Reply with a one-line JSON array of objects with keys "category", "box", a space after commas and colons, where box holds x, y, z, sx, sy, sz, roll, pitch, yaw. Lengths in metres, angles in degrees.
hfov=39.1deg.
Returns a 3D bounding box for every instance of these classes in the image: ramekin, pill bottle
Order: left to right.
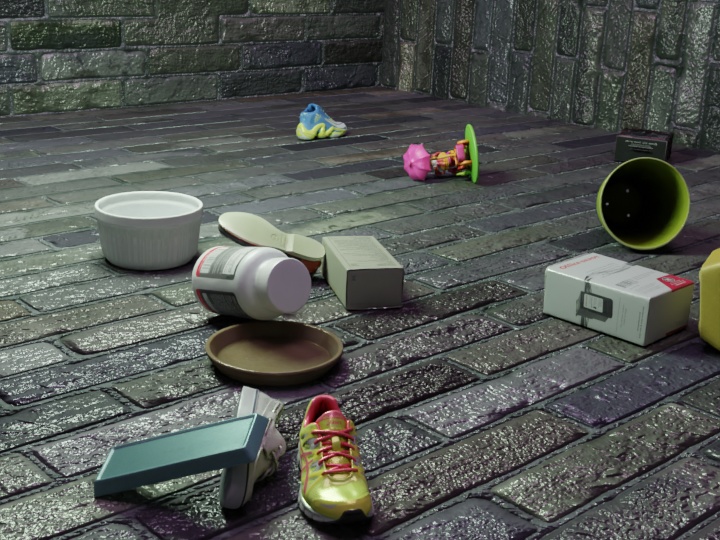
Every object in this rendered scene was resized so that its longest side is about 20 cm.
[{"category": "ramekin", "box": [-0.393, -0.074, 1.892, 0.199, 0.106, 0.200, 3, 19, -1]}, {"category": "pill bottle", "box": [-0.166, 0.019, 1.565, 0.110, 0.112, 0.199, -12, 10, -38]}]

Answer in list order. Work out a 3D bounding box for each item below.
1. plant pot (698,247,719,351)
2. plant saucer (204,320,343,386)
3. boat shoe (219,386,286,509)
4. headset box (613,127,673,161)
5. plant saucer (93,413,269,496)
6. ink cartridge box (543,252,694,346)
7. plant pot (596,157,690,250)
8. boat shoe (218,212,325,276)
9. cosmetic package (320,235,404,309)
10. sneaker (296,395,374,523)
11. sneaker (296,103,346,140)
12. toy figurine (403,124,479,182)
[{"category": "plant pot", "box": [0.630, 0.041, 1.560, 0.199, 0.197, 0.194, 4, 17, 28]}, {"category": "plant saucer", "box": [-0.124, 0.119, 1.460, 0.199, 0.030, 0.200, 3, 19, -1]}, {"category": "boat shoe", "box": [-0.117, 0.202, 1.149, 0.065, 0.072, 0.200, 16, 18, -8]}, {"category": "headset box", "box": [0.841, -0.367, 3.013, 0.148, 0.078, 0.200, 10, 18, 21]}, {"category": "plant saucer", "box": [-0.196, 0.196, 1.091, 0.199, 0.019, 0.070, -16, 27, 19]}, {"category": "ink cartridge box", "box": [0.423, 0.043, 1.678, 0.145, 0.084, 0.199, -15, 24, -42]}, {"category": "plant pot", "box": [0.580, -0.141, 2.164, 0.186, 0.189, 0.200, 3, 3, 0]}, {"category": "boat shoe", "box": [-0.163, -0.044, 1.808, 0.199, 0.063, 0.071, 19, 44, -11]}, {"category": "cosmetic package", "box": [0.000, 0.000, 1.770, 0.103, 0.074, 0.200, -1, 19, -13]}, {"category": "sneaker", "box": [-0.034, 0.203, 1.114, 0.078, 0.091, 0.200, -1, 20, -16]}, {"category": "sneaker", "box": [-0.114, -0.462, 3.120, 0.075, 0.106, 0.199, 17, 23, 37]}, {"category": "toy figurine", "box": [0.201, -0.287, 2.633, 0.183, 0.151, 0.200, -8, -4, -2]}]
